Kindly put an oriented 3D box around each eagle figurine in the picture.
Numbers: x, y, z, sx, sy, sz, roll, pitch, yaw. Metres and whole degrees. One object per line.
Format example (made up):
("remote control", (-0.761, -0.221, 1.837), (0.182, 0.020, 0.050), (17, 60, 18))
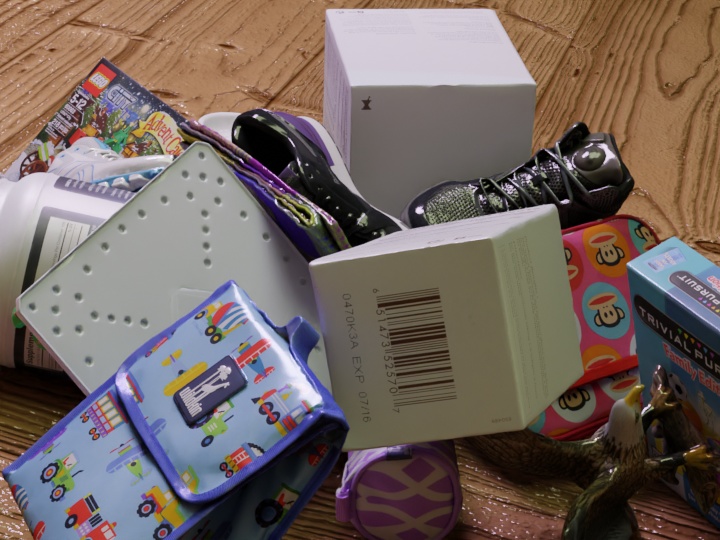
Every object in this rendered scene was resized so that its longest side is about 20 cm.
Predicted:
("eagle figurine", (0.151, 0.134, 1.318), (0.200, 0.151, 0.152), (-22, 21, -33))

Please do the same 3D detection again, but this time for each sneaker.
("sneaker", (0.127, -0.062, 1.517), (0.199, 0.114, 0.076), (-6, 59, -30))
("sneaker", (-0.031, -0.038, 1.464), (0.200, 0.076, 0.087), (50, 17, 26))
("sneaker", (-0.199, -0.068, 1.515), (0.200, 0.087, 0.075), (-17, -33, 42))

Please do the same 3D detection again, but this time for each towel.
("towel", (-0.052, -0.024, 1.416), (0.023, 0.144, 0.200), (-40, 42, -12))

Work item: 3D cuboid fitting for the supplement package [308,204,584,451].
("supplement package", (0.059, 0.032, 1.235), (0.117, 0.117, 0.200), (-9, 3, 18))

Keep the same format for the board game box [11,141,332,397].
("board game box", (-0.104, 0.045, 1.308), (0.200, 0.026, 0.200), (50, 51, -8))

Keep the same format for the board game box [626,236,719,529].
("board game box", (0.255, 0.097, 1.378), (0.047, 0.200, 0.151), (-28, 39, -19))

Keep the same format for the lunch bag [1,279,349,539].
("lunch bag", (-0.093, 0.108, 1.158), (0.094, 0.200, 0.151), (41, 4, -38))

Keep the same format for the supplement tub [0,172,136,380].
("supplement tub", (-0.187, 0.010, 1.411), (0.199, 0.141, 0.140), (13, 24, -1))

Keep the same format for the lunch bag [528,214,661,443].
("lunch bag", (0.158, 0.062, 1.480), (0.199, 0.082, 0.177), (-16, 79, -32))

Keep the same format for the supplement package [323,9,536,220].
("supplement package", (0.052, -0.119, 1.667), (0.151, 0.151, 0.200), (-1, 25, -7))

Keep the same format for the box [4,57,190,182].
("box", (-0.193, -0.076, 1.614), (0.200, 0.137, 0.038), (37, -3, 43))

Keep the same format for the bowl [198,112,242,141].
("bowl", (-0.107, -0.069, 1.672), (0.199, 0.108, 0.200), (11, 23, -5))

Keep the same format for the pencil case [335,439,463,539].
("pencil case", (0.022, 0.115, 1.371), (0.085, 0.084, 0.200), (-9, 23, 3))
